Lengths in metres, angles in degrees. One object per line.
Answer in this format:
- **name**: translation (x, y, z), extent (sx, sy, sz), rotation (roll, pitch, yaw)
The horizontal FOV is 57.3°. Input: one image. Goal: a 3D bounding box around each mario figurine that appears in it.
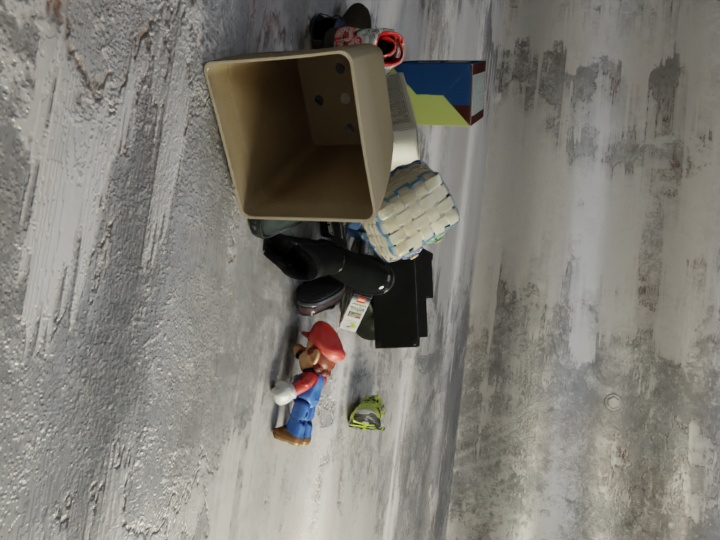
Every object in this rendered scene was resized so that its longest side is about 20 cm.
- **mario figurine**: translation (-0.098, 0.181, 1.101), extent (0.204, 0.104, 0.123), rotation (-71, -164, -8)

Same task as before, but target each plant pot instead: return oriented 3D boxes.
- **plant pot**: translation (-0.052, -0.195, 0.854), extent (0.178, 0.196, 0.204), rotation (-52, 139, -52)

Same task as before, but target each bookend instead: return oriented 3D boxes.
- **bookend**: translation (0.095, 0.056, 1.372), extent (0.200, 0.090, 0.204), rotation (13, 74, -72)

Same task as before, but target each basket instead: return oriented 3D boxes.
- **basket**: translation (0.067, -0.097, 1.108), extent (0.141, 0.174, 0.200), rotation (61, -5, -19)

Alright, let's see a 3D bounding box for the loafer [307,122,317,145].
- **loafer**: translation (-0.079, -0.213, 1.010), extent (0.202, 0.068, 0.076), rotation (75, 27, -47)

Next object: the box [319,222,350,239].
- **box**: translation (-0.036, -0.186, 1.186), extent (0.162, 0.048, 0.203), rotation (-61, 150, -47)

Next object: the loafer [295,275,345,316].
- **loafer**: translation (-0.058, 0.044, 1.156), extent (0.200, 0.070, 0.064), rotation (-52, 148, -64)

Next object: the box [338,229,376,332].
- **box**: translation (0.000, 0.000, 1.236), extent (0.111, 0.034, 0.203), rotation (115, -13, -50)

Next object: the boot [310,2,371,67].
- **boot**: translation (-0.030, -0.403, 1.102), extent (0.098, 0.073, 0.203), rotation (71, 32, -57)

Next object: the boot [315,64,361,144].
- **boot**: translation (-0.030, -0.226, 1.033), extent (0.202, 0.069, 0.132), rotation (57, -15, 19)

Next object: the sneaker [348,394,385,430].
- **sneaker**: translation (0.015, 0.314, 1.472), extent (0.200, 0.074, 0.078), rotation (70, 22, -73)

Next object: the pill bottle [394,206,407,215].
- **pill bottle**: translation (0.049, -0.173, 1.352), extent (0.111, 0.108, 0.205), rotation (44, 53, -67)

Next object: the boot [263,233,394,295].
- **boot**: translation (-0.042, -0.008, 1.039), extent (0.200, 0.162, 0.067), rotation (10, 100, -74)

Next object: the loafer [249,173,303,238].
- **loafer**: translation (-0.075, -0.109, 0.959), extent (0.200, 0.070, 0.069), rotation (-39, 142, -27)

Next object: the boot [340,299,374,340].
- **boot**: translation (0.015, 0.044, 1.384), extent (0.204, 0.072, 0.157), rotation (62, 33, -59)

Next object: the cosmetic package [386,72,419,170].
- **cosmetic package**: translation (0.050, -0.278, 1.238), extent (0.202, 0.101, 0.088), rotation (-95, 175, -46)

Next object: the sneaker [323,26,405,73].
- **sneaker**: translation (0.035, -0.348, 1.069), extent (0.200, 0.106, 0.069), rotation (-9, 110, -59)

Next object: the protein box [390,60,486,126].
- **protein box**: translation (0.185, -0.424, 1.560), extent (0.200, 0.194, 0.138), rotation (-43, 136, -63)
